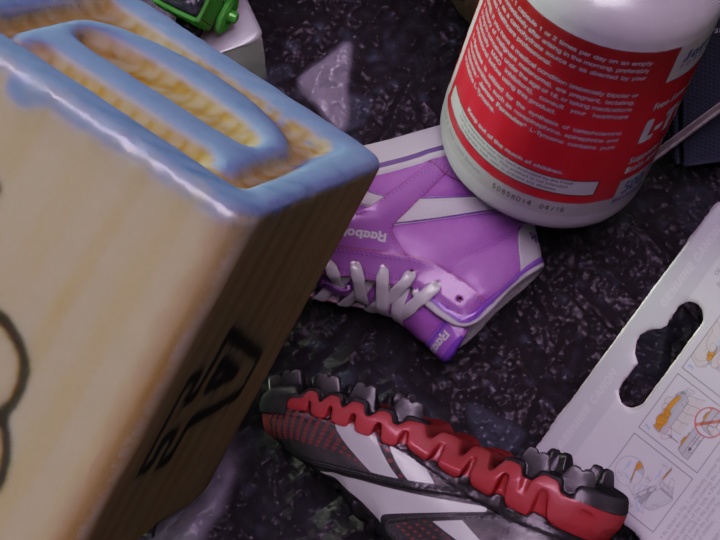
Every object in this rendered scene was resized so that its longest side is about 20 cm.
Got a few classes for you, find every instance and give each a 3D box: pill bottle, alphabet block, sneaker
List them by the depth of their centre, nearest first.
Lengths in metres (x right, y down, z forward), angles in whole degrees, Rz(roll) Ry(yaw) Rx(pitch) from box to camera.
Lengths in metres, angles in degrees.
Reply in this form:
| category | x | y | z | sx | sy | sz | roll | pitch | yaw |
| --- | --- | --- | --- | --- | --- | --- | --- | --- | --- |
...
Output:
| category | x | y | z | sx | sy | sz | roll | pitch | yaw |
| --- | --- | --- | --- | --- | --- | --- | --- | --- | --- |
| alphabet block | -0.136 | -0.005 | 1.166 | 0.195 | 0.196 | 0.201 | 34 | 108 | 12 |
| pill bottle | 0.113 | -0.122 | 1.225 | 0.111 | 0.200 | 0.113 | 7 | 51 | -9 |
| sneaker | 0.029 | 0.115 | 1.250 | 0.199 | 0.071 | 0.098 | 21 | 93 | 22 |
| sneaker | 0.000 | 0.000 | 1.286 | 0.199 | 0.073 | 0.115 | -17 | 75 | -14 |

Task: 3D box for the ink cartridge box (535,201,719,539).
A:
| category | x | y | z | sx | sy | sz | roll | pitch | yaw |
| --- | --- | --- | --- | --- | --- | --- | --- | --- | --- |
| ink cartridge box | 0.211 | 0.089 | 1.246 | 0.200 | 0.050 | 0.163 | 39 | 100 | 17 |

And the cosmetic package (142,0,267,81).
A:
| category | x | y | z | sx | sy | sz | roll | pitch | yaw |
| --- | --- | --- | --- | --- | --- | --- | --- | --- | --- |
| cosmetic package | -0.131 | -0.176 | 1.359 | 0.101 | 0.074 | 0.201 | -23 | 73 | -8 |

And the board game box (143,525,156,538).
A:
| category | x | y | z | sx | sy | sz | roll | pitch | yaw |
| --- | --- | --- | --- | --- | --- | --- | --- | --- | --- |
| board game box | -0.149 | 0.032 | 1.309 | 0.119 | 0.032 | 0.201 | 8 | 70 | -1 |

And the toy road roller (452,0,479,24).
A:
| category | x | y | z | sx | sy | sz | roll | pitch | yaw |
| --- | --- | --- | --- | --- | --- | --- | --- | --- | --- |
| toy road roller | 0.013 | -0.206 | 1.347 | 0.145 | 0.123 | 0.201 | -27 | 69 | 5 |

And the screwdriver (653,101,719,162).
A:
| category | x | y | z | sx | sy | sz | roll | pitch | yaw |
| --- | --- | --- | --- | --- | --- | --- | --- | --- | --- |
| screwdriver | 0.195 | -0.087 | 1.285 | 0.200 | 0.028 | 0.029 | -43 | 82 | 25 |

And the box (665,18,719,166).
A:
| category | x | y | z | sx | sy | sz | roll | pitch | yaw |
| --- | --- | --- | --- | --- | --- | --- | --- | --- | --- |
| box | 0.252 | -0.141 | 1.298 | 0.199 | 0.158 | 0.051 | -7 | 38 | -2 |

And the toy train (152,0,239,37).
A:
| category | x | y | z | sx | sy | sz | roll | pitch | yaw |
| --- | --- | --- | --- | --- | --- | --- | --- | --- | --- |
| toy train | -0.050 | -0.211 | 1.278 | 0.042 | 0.056 | 0.201 | 25 | 90 | 12 |
